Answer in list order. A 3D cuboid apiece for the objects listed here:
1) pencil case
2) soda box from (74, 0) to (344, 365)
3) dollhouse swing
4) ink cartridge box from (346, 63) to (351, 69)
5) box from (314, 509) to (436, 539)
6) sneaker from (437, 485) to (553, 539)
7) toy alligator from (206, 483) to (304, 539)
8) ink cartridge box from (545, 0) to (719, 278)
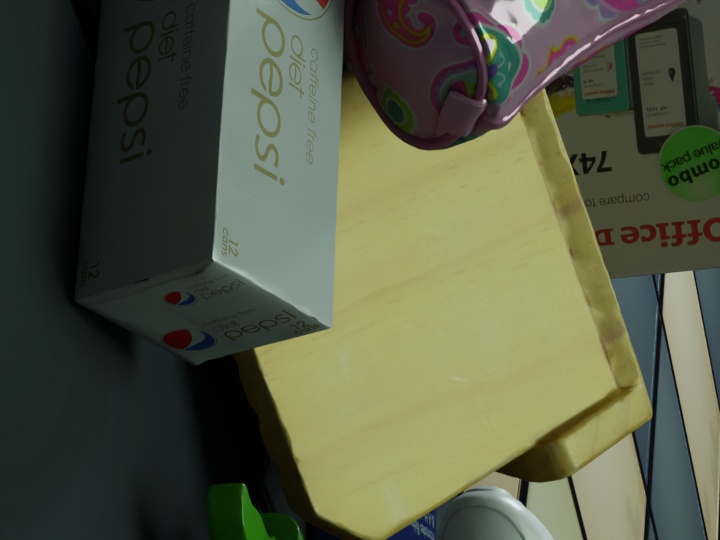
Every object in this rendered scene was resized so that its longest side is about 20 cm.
[{"bbox_3d":[0.085,-0.120,0.856,0.199,0.087,0.088,-31,120,-33],"label":"pencil case"},{"bbox_3d":[-0.049,-0.075,0.783,0.068,0.063,0.202,31,52,-47],"label":"soda box"},{"bbox_3d":[0.000,0.000,0.939,0.182,0.175,0.201,6,-61,68],"label":"dollhouse swing"},{"bbox_3d":[0.032,-0.108,1.153,0.146,0.048,0.202,-41,126,-71],"label":"ink cartridge box"},{"bbox_3d":[0.008,0.161,1.009,0.121,0.032,0.202,43,45,-68],"label":"box"},{"bbox_3d":[0.067,0.211,1.128,0.099,0.077,0.202,10,75,-71],"label":"sneaker"},{"bbox_3d":[-0.027,0.159,0.824,0.054,0.059,0.202,-62,144,-63],"label":"toy alligator"},{"bbox_3d":[0.136,-0.103,1.174,0.146,0.145,0.202,-30,113,-74],"label":"ink cartridge box"}]
